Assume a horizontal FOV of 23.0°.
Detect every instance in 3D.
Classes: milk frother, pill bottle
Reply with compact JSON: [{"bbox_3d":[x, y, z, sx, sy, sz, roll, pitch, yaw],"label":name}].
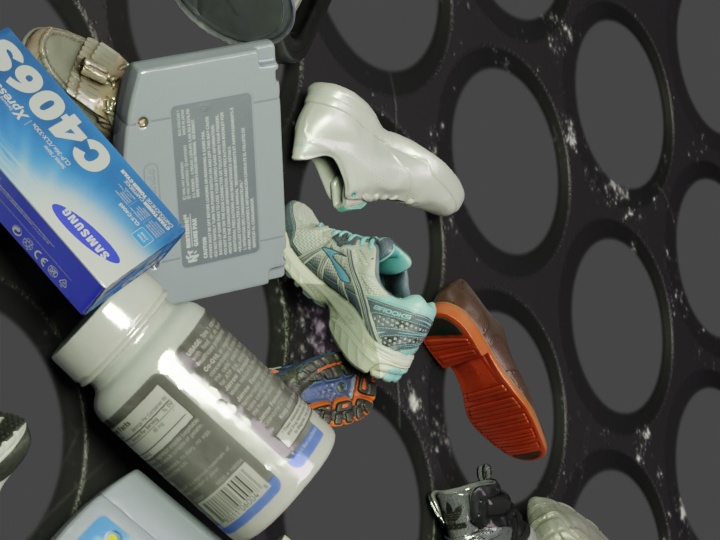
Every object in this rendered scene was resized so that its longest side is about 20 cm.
[{"bbox_3d":[-0.026,-0.277,1.481,0.181,0.199,0.189,53,48,-36],"label":"milk frother"},{"bbox_3d":[-0.126,0.097,1.319,0.200,0.114,0.114,44,49,-7],"label":"pill bottle"}]

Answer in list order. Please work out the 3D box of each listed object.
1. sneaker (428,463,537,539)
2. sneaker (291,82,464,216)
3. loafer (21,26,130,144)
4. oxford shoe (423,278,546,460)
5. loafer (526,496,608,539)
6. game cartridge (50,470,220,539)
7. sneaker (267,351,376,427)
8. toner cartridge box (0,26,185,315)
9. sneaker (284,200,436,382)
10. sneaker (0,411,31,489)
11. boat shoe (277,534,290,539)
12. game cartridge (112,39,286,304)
[{"bbox_3d":[0.092,0.264,1.626,0.200,0.075,0.114,-48,119,-50],"label":"sneaker"},{"bbox_3d":[0.010,-0.085,1.602,0.200,0.075,0.089,33,72,-36],"label":"sneaker"},{"bbox_3d":[-0.177,-0.126,1.377,0.200,0.063,0.072,42,54,-38],"label":"loafer"},{"bbox_3d":[0.131,0.096,1.705,0.201,0.071,0.073,59,39,-24],"label":"oxford shoe"},{"bbox_3d":[0.222,0.282,1.779,0.200,0.070,0.070,49,12,-51],"label":"loafer"},{"bbox_3d":[-0.180,0.247,1.281,0.133,0.040,0.200,39,52,-6],"label":"game cartridge"},{"bbox_3d":[-0.085,0.112,1.441,0.199,0.078,0.076,-2,80,-33],"label":"sneaker"},{"bbox_3d":[-0.225,-0.073,1.260,0.200,0.043,0.095,48,45,2],"label":"toner cartridge box"},{"bbox_3d":[0.000,0.000,1.486,0.077,0.086,0.200,17,28,-51],"label":"sneaker"},{"bbox_3d":[-0.293,0.172,1.192,0.200,0.073,0.080,-48,134,-38],"label":"sneaker"},{"bbox_3d":[-0.082,0.287,1.313,0.060,0.072,0.202,39,48,-6],"label":"boat shoe"},{"bbox_3d":[-0.125,-0.074,1.371,0.133,0.040,0.201,-14,119,-25],"label":"game cartridge"}]
